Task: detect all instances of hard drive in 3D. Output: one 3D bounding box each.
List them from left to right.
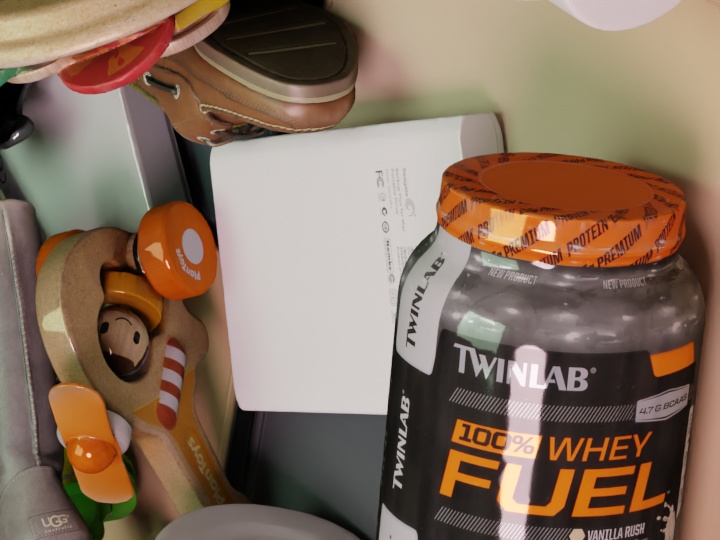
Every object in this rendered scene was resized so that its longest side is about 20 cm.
[{"bbox_3d":[-0.156,-0.036,1.461,0.200,0.026,0.132,-28,73,53],"label":"hard drive"},{"bbox_3d":[0.000,0.000,1.260,0.200,0.026,0.132,-2,94,55],"label":"hard drive"}]

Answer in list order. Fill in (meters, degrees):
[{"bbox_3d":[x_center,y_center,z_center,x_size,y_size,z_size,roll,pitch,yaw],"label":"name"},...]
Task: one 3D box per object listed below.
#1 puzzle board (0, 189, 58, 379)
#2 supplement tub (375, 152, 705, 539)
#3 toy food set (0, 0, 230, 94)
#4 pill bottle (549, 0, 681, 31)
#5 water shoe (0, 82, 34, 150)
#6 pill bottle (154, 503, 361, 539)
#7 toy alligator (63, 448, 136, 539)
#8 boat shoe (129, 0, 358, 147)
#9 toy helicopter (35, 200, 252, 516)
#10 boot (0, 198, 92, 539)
[{"bbox_3d":[-0.227,0.017,1.495,0.151,0.017,0.200,-52,53,29],"label":"puzzle board"},{"bbox_3d":[0.071,0.061,1.090,0.123,0.123,0.200,26,118,50],"label":"supplement tub"},{"bbox_3d":[-0.124,-0.143,1.282,0.198,0.200,0.049,31,149,51],"label":"toy food set"},{"bbox_3d":[0.053,-0.174,1.078,0.200,0.112,0.112,43,130,42],"label":"pill bottle"},{"bbox_3d":[-0.188,-0.146,1.441,0.079,0.071,0.200,-11,66,40],"label":"water shoe"},{"bbox_3d":[-0.056,0.223,1.309,0.114,0.114,0.200,35,124,46],"label":"pill bottle"},{"bbox_3d":[-0.165,0.095,1.494,0.200,0.054,0.059,44,149,53],"label":"toy alligator"},{"bbox_3d":[-0.058,-0.094,1.296,0.200,0.072,0.068,39,132,56],"label":"boat shoe"},{"bbox_3d":[-0.100,0.074,1.324,0.079,0.132,0.200,-14,115,27],"label":"toy helicopter"},{"bbox_3d":[-0.191,0.082,1.394,0.182,0.073,0.200,-36,70,52],"label":"boot"}]
